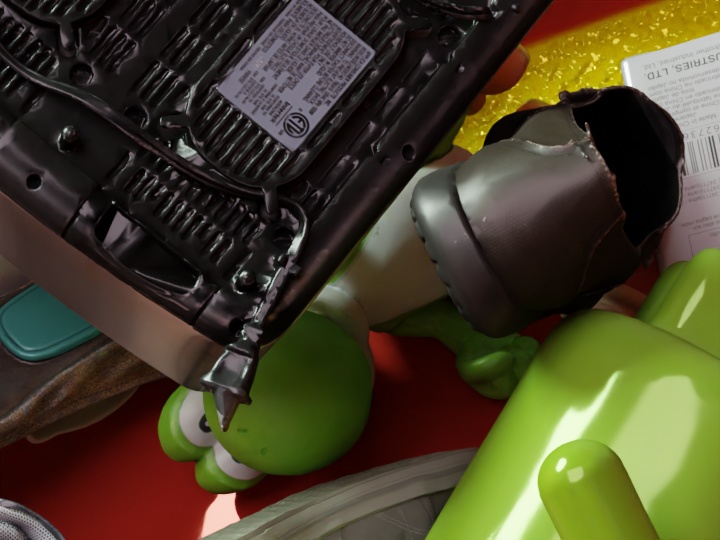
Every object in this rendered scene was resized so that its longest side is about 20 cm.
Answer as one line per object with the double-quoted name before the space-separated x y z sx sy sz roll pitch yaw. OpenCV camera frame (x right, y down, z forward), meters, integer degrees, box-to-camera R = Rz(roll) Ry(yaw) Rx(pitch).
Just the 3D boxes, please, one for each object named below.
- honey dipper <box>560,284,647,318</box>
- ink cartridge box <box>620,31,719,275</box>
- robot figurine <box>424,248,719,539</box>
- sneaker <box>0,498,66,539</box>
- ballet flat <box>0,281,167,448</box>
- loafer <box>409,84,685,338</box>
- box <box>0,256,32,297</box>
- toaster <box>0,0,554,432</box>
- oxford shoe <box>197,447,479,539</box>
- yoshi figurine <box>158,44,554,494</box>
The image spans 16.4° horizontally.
"honey dipper" 0.059 0.099 0.892 0.038 0.038 0.200 14 73 27
"ink cartridge box" 0.169 -0.003 0.896 0.119 0.042 0.201 -16 58 15
"robot figurine" 0.083 0.094 0.791 0.116 0.175 0.200 32 83 -3
"sneaker" -0.149 0.117 0.912 0.200 0.114 0.076 23 65 28
"ballet flat" -0.141 0.049 0.946 0.200 0.067 0.068 -22 51 -20
"loafer" 0.080 -0.025 0.826 0.071 0.200 0.073 -27 94 20
"box" -0.218 -0.055 0.995 0.200 0.171 0.199 -38 58 1
"toaster" -0.059 -0.071 0.821 0.181 0.119 0.200 38 74 2
"oxford shoe" -0.015 0.105 0.847 0.075 0.200 0.058 -24 89 34
"yoshi figurine" 0.008 0.006 0.918 0.112 0.112 0.200 39 86 25
